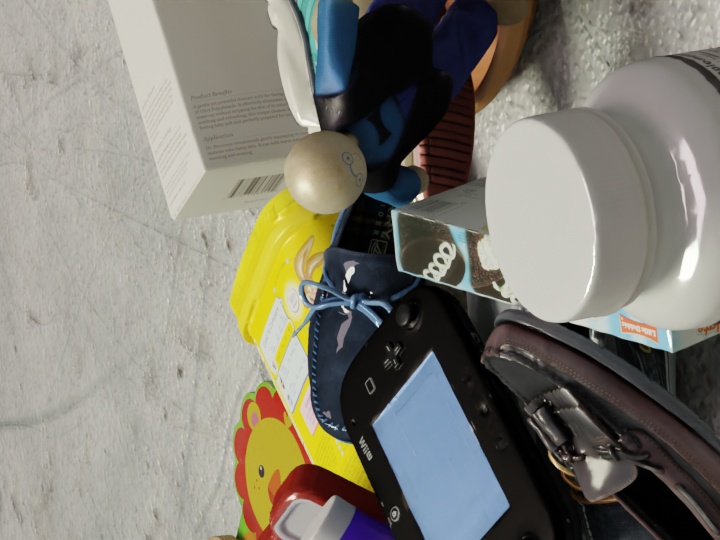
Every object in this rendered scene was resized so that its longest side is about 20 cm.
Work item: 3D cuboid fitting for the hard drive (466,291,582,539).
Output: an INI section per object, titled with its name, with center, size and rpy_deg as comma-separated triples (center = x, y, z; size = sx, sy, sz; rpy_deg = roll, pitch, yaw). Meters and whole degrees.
[hard drive]
center = 0.090, 0.068, 1.162
size = 0.140, 0.033, 0.201
rpy_deg = -131, 36, -77

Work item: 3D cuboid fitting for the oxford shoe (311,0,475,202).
[oxford shoe]
center = 0.015, -0.118, 1.141
size = 0.074, 0.070, 0.201
rpy_deg = -12, 78, 25

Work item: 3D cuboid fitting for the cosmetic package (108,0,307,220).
[cosmetic package]
center = -0.099, -0.148, 1.425
size = 0.085, 0.107, 0.201
rpy_deg = -48, 55, 59

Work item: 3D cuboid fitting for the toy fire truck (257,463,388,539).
[toy fire truck]
center = 0.017, 0.210, 1.250
size = 0.168, 0.199, 0.112
rpy_deg = -56, 9, 42

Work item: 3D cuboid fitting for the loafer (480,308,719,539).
[loafer]
center = 0.135, 0.095, 0.967
size = 0.200, 0.063, 0.072
rpy_deg = 35, 165, -3

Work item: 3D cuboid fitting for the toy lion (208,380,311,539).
[toy lion]
center = -0.042, 0.186, 1.492
size = 0.200, 0.068, 0.193
rpy_deg = 50, 134, 45

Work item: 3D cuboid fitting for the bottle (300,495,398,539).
[bottle]
center = 0.054, 0.200, 1.157
size = 0.200, 0.084, 0.065
rpy_deg = 36, 122, -2

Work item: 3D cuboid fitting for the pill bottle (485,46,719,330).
[pill bottle]
center = 0.155, -0.037, 0.850
size = 0.111, 0.199, 0.111
rpy_deg = 35, 130, 54

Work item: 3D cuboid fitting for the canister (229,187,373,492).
[canister]
center = 0.000, 0.061, 1.327
size = 0.201, 0.086, 0.149
rpy_deg = 62, 149, 29

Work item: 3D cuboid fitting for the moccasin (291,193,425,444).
[moccasin]
center = 0.000, 0.000, 1.231
size = 0.068, 0.080, 0.201
rpy_deg = 61, -147, -70

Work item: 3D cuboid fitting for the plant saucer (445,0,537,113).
[plant saucer]
center = 0.048, -0.186, 1.196
size = 0.200, 0.037, 0.201
rpy_deg = 31, 126, 56

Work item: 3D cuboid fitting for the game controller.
[game controller]
center = 0.048, 0.105, 1.114
size = 0.104, 0.042, 0.201
rpy_deg = -46, 47, 23

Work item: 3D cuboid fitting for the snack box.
[snack box]
center = 0.120, -0.014, 0.993
size = 0.200, 0.116, 0.037
rpy_deg = 17, 121, 53

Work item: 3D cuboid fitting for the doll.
[doll]
center = 0.016, -0.100, 1.035
size = 0.048, 0.200, 0.137
rpy_deg = 2, 132, 35

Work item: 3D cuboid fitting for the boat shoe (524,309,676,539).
[boat shoe]
center = 0.124, 0.094, 1.060
size = 0.071, 0.091, 0.202
rpy_deg = -6, 94, 35

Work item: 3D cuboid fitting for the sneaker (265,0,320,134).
[sneaker]
center = -0.014, -0.175, 1.226
size = 0.079, 0.077, 0.201
rpy_deg = -28, 76, 41
